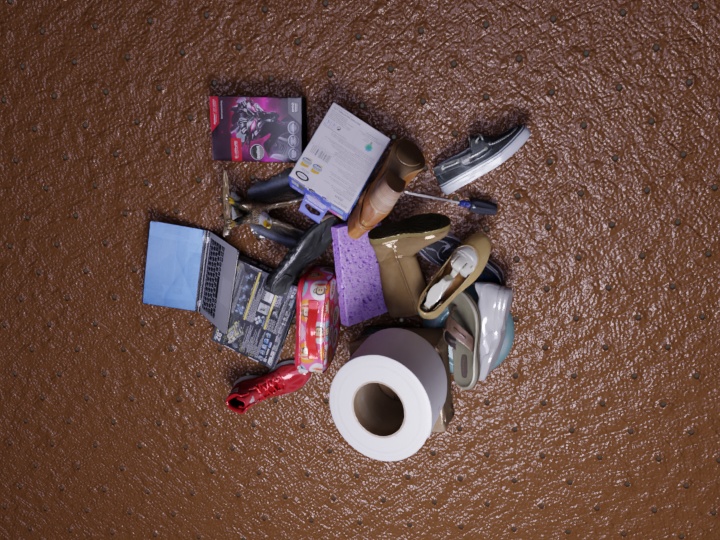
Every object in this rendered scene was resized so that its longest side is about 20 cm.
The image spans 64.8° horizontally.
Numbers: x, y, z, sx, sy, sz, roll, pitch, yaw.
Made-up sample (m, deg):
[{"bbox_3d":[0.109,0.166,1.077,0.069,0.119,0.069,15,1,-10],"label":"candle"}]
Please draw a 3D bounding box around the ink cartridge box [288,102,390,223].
[{"bbox_3d":[-0.049,-0.194,1.092,0.134,0.076,0.203,31,81,0],"label":"ink cartridge box"}]

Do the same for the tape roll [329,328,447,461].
[{"bbox_3d":[0.055,0.229,1.068,0.197,0.139,0.209,6,106,20],"label":"tape roll"}]

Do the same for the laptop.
[{"bbox_3d":[-0.364,0.016,1.208,0.198,0.114,0.193,28,113,42],"label":"laptop"}]

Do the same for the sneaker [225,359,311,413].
[{"bbox_3d":[-0.206,0.269,1.253,0.195,0.116,0.080,-23,101,14],"label":"sneaker"}]

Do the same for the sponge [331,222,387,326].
[{"bbox_3d":[0.000,0.000,1.163,0.109,0.029,0.207,-15,107,-34],"label":"sponge"}]

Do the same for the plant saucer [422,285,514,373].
[{"bbox_3d":[0.228,0.135,1.196,0.193,0.036,0.207,2,105,8],"label":"plant saucer"}]

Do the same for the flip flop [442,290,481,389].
[{"bbox_3d":[0.193,0.134,1.118,0.056,0.080,0.207,-4,93,-33],"label":"flip flop"}]

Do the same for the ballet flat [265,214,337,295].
[{"bbox_3d":[-0.122,-0.037,1.133,0.201,0.057,0.066,-48,135,2],"label":"ballet flat"}]

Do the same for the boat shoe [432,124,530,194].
[{"bbox_3d":[0.226,-0.225,1.082,0.197,0.072,0.072,-33,102,17],"label":"boat shoe"}]

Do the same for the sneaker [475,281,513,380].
[{"bbox_3d":[0.245,0.118,1.143,0.086,0.075,0.206,17,111,25],"label":"sneaker"}]

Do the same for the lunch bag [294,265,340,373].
[{"bbox_3d":[-0.087,0.103,1.161,0.079,0.176,0.207,5,105,6],"label":"lunch bag"}]

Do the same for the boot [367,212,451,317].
[{"bbox_3d":[0.113,-0.007,1.130,0.170,0.067,0.204,-7,126,18],"label":"boot"}]

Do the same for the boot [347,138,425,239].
[{"bbox_3d":[0.043,-0.159,1.098,0.073,0.201,0.155,39,134,-5],"label":"boot"}]

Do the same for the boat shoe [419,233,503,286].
[{"bbox_3d":[0.201,-0.016,1.144,0.197,0.066,0.071,31,107,-1],"label":"boat shoe"}]

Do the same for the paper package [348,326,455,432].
[{"bbox_3d":[0.089,0.222,1.185,0.194,0.103,0.197,-1,104,22],"label":"paper package"}]

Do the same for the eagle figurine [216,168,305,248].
[{"bbox_3d":[-0.187,-0.119,1.160,0.195,0.154,0.153,-5,151,-25],"label":"eagle figurine"}]

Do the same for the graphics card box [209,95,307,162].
[{"bbox_3d":[-0.205,-0.284,1.143,0.193,0.051,0.130,4,105,7],"label":"graphics card box"}]

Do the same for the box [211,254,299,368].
[{"bbox_3d":[-0.225,0.092,1.245,0.157,0.049,0.205,22,107,0],"label":"box"}]

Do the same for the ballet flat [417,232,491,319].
[{"bbox_3d":[0.178,0.012,1.081,0.068,0.063,0.202,39,98,19],"label":"ballet flat"}]

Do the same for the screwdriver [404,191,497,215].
[{"bbox_3d":[0.178,-0.132,1.107,0.194,0.030,0.028,5,143,-15],"label":"screwdriver"}]
